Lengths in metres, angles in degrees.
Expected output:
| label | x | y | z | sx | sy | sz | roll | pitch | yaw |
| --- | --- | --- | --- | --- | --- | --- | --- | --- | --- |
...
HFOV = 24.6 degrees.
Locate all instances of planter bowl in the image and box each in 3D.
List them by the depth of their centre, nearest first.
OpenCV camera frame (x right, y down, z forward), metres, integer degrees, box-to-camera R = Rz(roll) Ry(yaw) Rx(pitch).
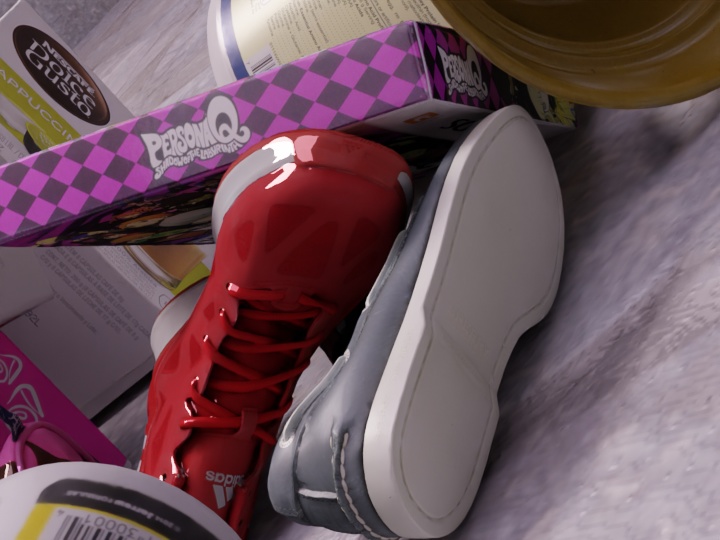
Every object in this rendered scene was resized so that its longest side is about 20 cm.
| label | x | y | z | sx | sy | sz | roll | pitch | yaw |
| --- | --- | --- | --- | --- | --- | --- | --- | --- | --- |
| planter bowl | 0.086 | -0.162 | 0.658 | 0.200 | 0.200 | 0.083 | -47 | 14 | -13 |

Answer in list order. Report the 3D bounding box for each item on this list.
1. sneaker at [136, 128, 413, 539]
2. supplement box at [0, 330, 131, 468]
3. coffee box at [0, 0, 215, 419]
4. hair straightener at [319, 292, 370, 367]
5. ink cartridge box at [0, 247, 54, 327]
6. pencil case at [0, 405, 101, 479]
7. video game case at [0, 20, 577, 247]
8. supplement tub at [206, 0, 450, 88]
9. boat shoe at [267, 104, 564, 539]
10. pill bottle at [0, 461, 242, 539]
| label | x | y | z | sx | sy | sz | roll | pitch | yaw |
| --- | --- | --- | --- | --- | --- | --- | --- | --- | --- |
| sneaker | -0.035 | 0.041 | 0.625 | 0.200 | 0.078 | 0.116 | 122 | 157 | -55 |
| supplement box | -0.227 | 0.122 | 0.856 | 0.200 | 0.101 | 0.103 | -24 | 23 | 47 |
| coffee box | -0.226 | -0.010 | 1.010 | 0.200 | 0.200 | 0.198 | -38 | 16 | 18 |
| hair straightener | 0.000 | 0.000 | 0.734 | 0.077 | 0.041 | 0.200 | -43 | 15 | 0 |
| ink cartridge box | -0.269 | 0.027 | 0.786 | 0.145 | 0.084 | 0.200 | -24 | 2 | 40 |
| pencil case | -0.189 | 0.151 | 0.715 | 0.200 | 0.091 | 0.094 | -43 | 3 | 12 |
| video game case | -0.028 | -0.051 | 0.698 | 0.199 | 0.036 | 0.181 | -16 | -6 | 23 |
| supplement tub | 0.036 | -0.137 | 0.808 | 0.200 | 0.145 | 0.145 | -29 | 21 | 39 |
| boat shoe | 0.022 | 0.012 | 0.586 | 0.062 | 0.073 | 0.200 | -13 | 36 | 33 |
| pill bottle | -0.099 | 0.156 | 0.453 | 0.114 | 0.114 | 0.200 | -33 | 19 | 30 |
